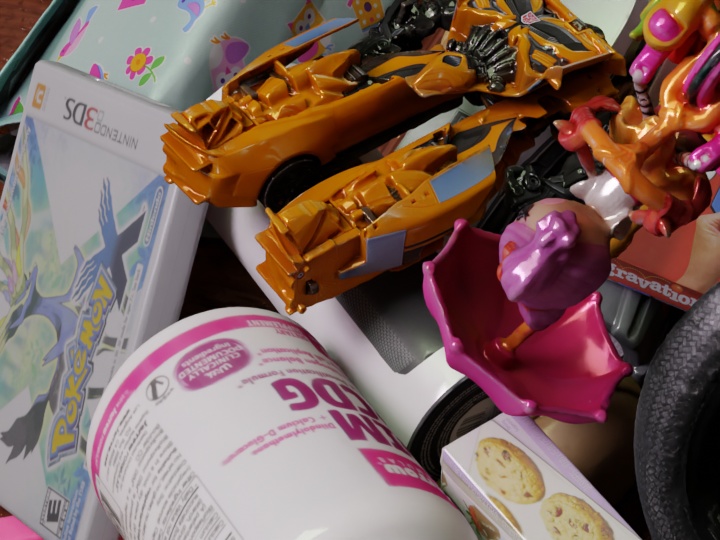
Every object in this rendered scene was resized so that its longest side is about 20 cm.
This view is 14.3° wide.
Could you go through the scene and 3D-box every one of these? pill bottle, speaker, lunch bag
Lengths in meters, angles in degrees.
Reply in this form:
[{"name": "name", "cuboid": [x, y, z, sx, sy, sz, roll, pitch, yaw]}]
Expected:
[{"name": "pill bottle", "cuboid": [-0.020, 0.110, 1.117, 0.113, 0.113, 0.200, -39, 43, -2]}, {"name": "speaker", "cuboid": [0.000, 0.000, 1.240, 0.081, 0.081, 0.200, -38, 56, -1]}, {"name": "lunch bag", "cuboid": [-0.102, -0.113, 1.464, 0.200, 0.122, 0.171, 6, 58, 48]}]

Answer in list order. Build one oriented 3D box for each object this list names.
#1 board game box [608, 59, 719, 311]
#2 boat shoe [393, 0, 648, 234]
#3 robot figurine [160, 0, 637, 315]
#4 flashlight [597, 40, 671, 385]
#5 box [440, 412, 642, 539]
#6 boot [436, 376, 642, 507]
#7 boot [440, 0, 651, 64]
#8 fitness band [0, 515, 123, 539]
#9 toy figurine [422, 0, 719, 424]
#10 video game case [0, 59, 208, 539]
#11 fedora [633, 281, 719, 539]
[{"name": "board game box", "cuboid": [0.174, -0.062, 1.244, 0.103, 0.019, 0.200, 21, 57, 12]}, {"name": "boat shoe", "cuboid": [0.067, -0.061, 1.314, 0.200, 0.064, 0.071, -51, 53, 2]}, {"name": "robot figurine", "cuboid": [0.025, -0.064, 1.202, 0.200, 0.058, 0.145, -29, 55, -23]}, {"name": "flashlight", "cuboid": [0.127, -0.042, 1.276, 0.068, 0.068, 0.201, -21, 38, 49]}, {"name": "box", "cuboid": [0.103, 0.134, 1.074, 0.041, 0.039, 0.200, -29, 58, -20]}, {"name": "boot", "cuboid": [0.085, 0.154, 1.130, 0.175, 0.066, 0.200, -42, 41, 6]}, {"name": "boot", "cuboid": [0.130, -0.168, 1.401, 0.201, 0.071, 0.144, -31, 23, 28]}, {"name": "fitness band", "cuboid": [-0.142, 0.174, 1.288, 0.199, 0.037, 0.144, -12, 47, 28]}, {"name": "toy figurine", "cuboid": [0.104, -0.025, 1.081, 0.150, 0.200, 0.184, 43, 86, 13]}, {"name": "video game case", "cuboid": [-0.132, 0.015, 1.308, 0.182, 0.022, 0.201, 24, 101, 59]}, {"name": "fedora", "cuboid": [0.205, 0.060, 1.082, 0.200, 0.201, 0.092, -23, 11, 16]}]
